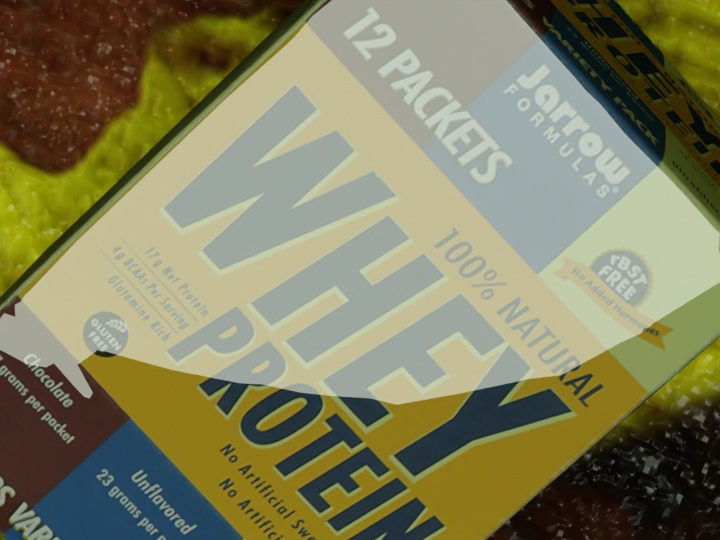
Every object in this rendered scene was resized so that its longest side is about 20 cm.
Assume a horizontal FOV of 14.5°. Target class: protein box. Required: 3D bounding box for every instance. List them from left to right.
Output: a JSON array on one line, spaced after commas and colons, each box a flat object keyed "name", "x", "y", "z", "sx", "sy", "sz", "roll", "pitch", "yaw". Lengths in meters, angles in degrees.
[{"name": "protein box", "x": 0.000, "y": 0.000, "z": 0.823, "sx": 0.200, "sy": 0.199, "sz": 0.135, "roll": -42, "pitch": 95, "yaw": 13}]

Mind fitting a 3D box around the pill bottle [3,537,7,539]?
[{"name": "pill bottle", "x": -0.127, "y": 0.156, "z": 0.860, "sx": 0.112, "sy": 0.112, "sz": 0.200, "roll": 44, "pitch": 104, "yaw": -3}]
